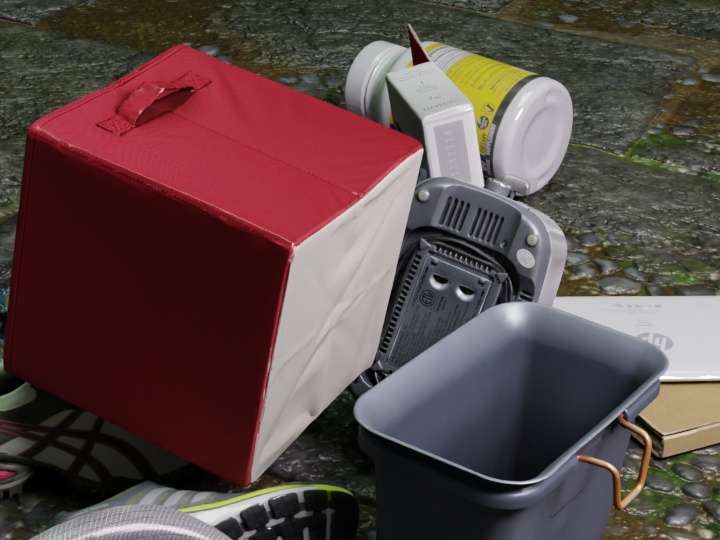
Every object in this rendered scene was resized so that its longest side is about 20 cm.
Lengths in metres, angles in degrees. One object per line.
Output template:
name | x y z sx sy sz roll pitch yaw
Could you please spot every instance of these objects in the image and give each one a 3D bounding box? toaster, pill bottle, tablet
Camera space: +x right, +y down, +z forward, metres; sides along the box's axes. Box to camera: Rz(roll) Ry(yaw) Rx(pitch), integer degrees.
toaster | 0.068 0.031 1.203 0.113 0.200 0.129 22 10 15
pill bottle | 0.086 -0.148 1.630 0.200 0.112 0.111 23 32 34
tablet | 0.212 0.048 1.315 0.200 0.014 0.130 -1 26 -9

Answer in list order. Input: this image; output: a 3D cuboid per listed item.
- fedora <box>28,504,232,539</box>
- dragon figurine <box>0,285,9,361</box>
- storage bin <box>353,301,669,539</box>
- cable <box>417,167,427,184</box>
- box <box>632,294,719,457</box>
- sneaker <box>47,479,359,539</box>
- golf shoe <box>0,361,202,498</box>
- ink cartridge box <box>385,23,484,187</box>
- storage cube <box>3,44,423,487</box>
fedora | -0.132 0.207 0.873 0.200 0.177 0.090 -24 8 -31
dragon figurine | -0.220 0.010 1.325 0.099 0.059 0.200 7 28 5
storage bin | 0.095 0.127 1.055 0.145 0.135 0.200 20 31 28
cable | 0.000 0.000 1.242 0.051 0.200 0.163 38 31 15
box | 0.256 0.072 1.313 0.200 0.021 0.163 -11 29 -26
sneaker | -0.097 0.152 1.049 0.200 0.074 0.081 -5 25 -22
golf shoe | -0.181 0.094 1.134 0.200 0.088 0.077 -2 26 -15
ink cartridge box | 0.055 -0.066 1.358 0.045 0.200 0.176 -15 30 -8
storage cube | -0.090 -0.007 1.075 0.180 0.200 0.171 23 33 18
